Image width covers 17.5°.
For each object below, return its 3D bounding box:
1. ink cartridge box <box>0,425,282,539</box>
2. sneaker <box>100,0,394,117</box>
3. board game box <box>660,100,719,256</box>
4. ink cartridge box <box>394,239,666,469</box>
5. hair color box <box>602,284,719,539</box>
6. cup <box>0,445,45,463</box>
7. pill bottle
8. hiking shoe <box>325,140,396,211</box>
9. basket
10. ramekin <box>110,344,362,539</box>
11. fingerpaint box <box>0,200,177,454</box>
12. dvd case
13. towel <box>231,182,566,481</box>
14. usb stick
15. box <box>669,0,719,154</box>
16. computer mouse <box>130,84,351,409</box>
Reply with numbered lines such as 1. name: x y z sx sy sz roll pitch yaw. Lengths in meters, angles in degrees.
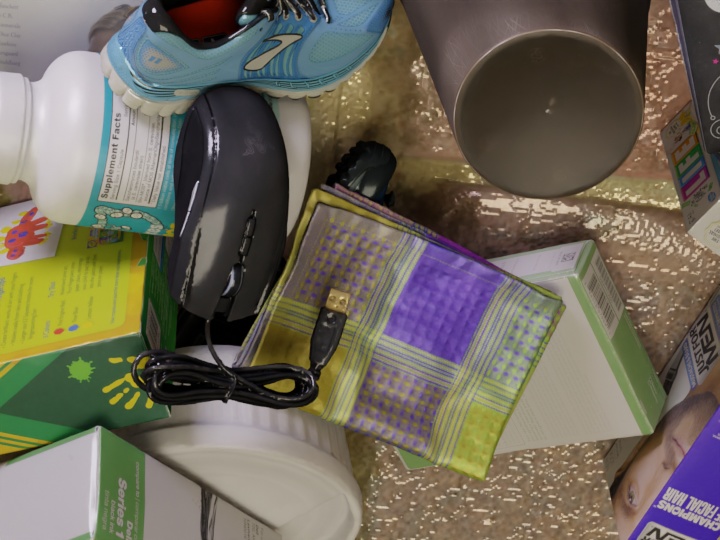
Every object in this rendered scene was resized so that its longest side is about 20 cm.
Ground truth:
1. ink cartridge box: -0.162 0.192 1.513 0.146 0.085 0.200 -22 142 27
2. sneaker: -0.058 -0.153 1.440 0.200 0.079 0.090 -19 159 -30
3. board game box: 0.290 -0.016 1.548 0.200 0.135 0.034 35 114 -20
4. ink cartridge box: 0.096 0.063 1.643 0.200 0.048 0.146 -10 123 30
5. hair color box: 0.249 0.101 1.632 0.065 0.109 0.200 21 118 -14
6. cup: -0.273 0.183 1.627 0.200 0.143 0.201 4 124 6
7. pill bottle: -0.139 -0.079 1.488 0.199 0.111 0.111 7 121 -17
8. hiking shoe: 0.000 0.000 1.581 0.086 0.074 0.200 19 125 -2
9. basket: 0.107 -0.140 1.430 0.180 0.200 0.136 21 118 -15
10. ramekin: -0.099 0.132 1.590 0.202 0.094 0.203 -1 145 -1
11. fingerpaint box: -0.207 0.031 1.523 0.166 0.200 0.074 -13 122 5
12. dvd case: -0.193 -0.161 1.513 0.142 0.018 0.201 5 121 -4
13. towel: 0.026 0.043 1.529 0.200 0.023 0.144 25 93 -19
14. usb stick: -0.118 0.060 1.641 0.055 0.033 0.200 22 118 -25
15. box: 0.243 -0.196 1.440 0.114 0.132 0.200 -10 121 8
16. computer mouse: -0.056 -0.007 1.434 0.140 0.046 0.201 12 88 -32
